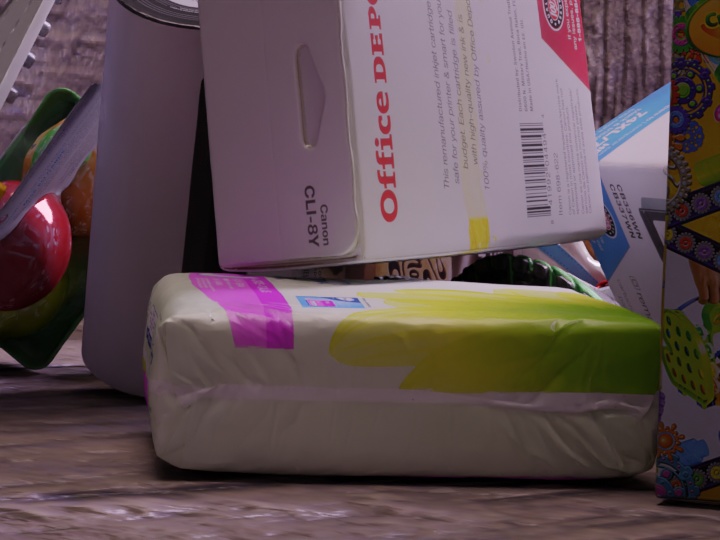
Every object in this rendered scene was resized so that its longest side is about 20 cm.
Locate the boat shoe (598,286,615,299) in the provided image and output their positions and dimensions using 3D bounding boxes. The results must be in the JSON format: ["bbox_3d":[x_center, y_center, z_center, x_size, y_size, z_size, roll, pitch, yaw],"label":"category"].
[{"bbox_3d":[0.192,0.032,1.273,0.198,0.067,0.074,-10,-2,-15],"label":"boat shoe"}]

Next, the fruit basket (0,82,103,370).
[{"bbox_3d":[-0.174,-0.025,1.181,0.094,0.186,0.200,39,7,8],"label":"fruit basket"}]

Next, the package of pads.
[{"bbox_3d":[0.012,0.042,0.931,0.198,0.069,0.154,2,4,-7],"label":"package of pads"}]

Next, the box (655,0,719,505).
[{"bbox_3d":[0.195,-0.013,0.907,0.121,0.195,0.200,3,2,17],"label":"box"}]

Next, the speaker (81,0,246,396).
[{"bbox_3d":[-0.088,-0.041,1.095,0.080,0.202,0.081,7,29,-4],"label":"speaker"}]

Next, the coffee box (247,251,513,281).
[{"bbox_3d":[0.000,0.000,1.299,0.079,0.114,0.199,5,5,38],"label":"coffee box"}]

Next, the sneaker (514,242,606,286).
[{"bbox_3d":[0.088,-0.046,1.425,0.081,0.201,0.077,-36,-7,3],"label":"sneaker"}]

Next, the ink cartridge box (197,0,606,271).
[{"bbox_3d":[0.020,-0.078,1.041,0.083,0.147,0.199,-6,0,37],"label":"ink cartridge box"}]

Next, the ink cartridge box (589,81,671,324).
[{"bbox_3d":[0.227,-0.024,1.144,0.145,0.148,0.200,-32,16,-20],"label":"ink cartridge box"}]

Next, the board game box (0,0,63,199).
[{"bbox_3d":[-0.185,-0.059,1.085,0.026,0.201,0.200,31,-33,-15],"label":"board game box"}]

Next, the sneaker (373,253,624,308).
[{"bbox_3d":[0.076,0.030,1.109,0.085,0.079,0.199,1,2,-30],"label":"sneaker"}]

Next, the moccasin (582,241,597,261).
[{"bbox_3d":[0.227,0.005,1.474,0.199,0.078,0.074,13,31,-6],"label":"moccasin"}]

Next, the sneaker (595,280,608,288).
[{"bbox_3d":[0.163,0.002,1.359,0.199,0.117,0.078,0,4,-43],"label":"sneaker"}]
